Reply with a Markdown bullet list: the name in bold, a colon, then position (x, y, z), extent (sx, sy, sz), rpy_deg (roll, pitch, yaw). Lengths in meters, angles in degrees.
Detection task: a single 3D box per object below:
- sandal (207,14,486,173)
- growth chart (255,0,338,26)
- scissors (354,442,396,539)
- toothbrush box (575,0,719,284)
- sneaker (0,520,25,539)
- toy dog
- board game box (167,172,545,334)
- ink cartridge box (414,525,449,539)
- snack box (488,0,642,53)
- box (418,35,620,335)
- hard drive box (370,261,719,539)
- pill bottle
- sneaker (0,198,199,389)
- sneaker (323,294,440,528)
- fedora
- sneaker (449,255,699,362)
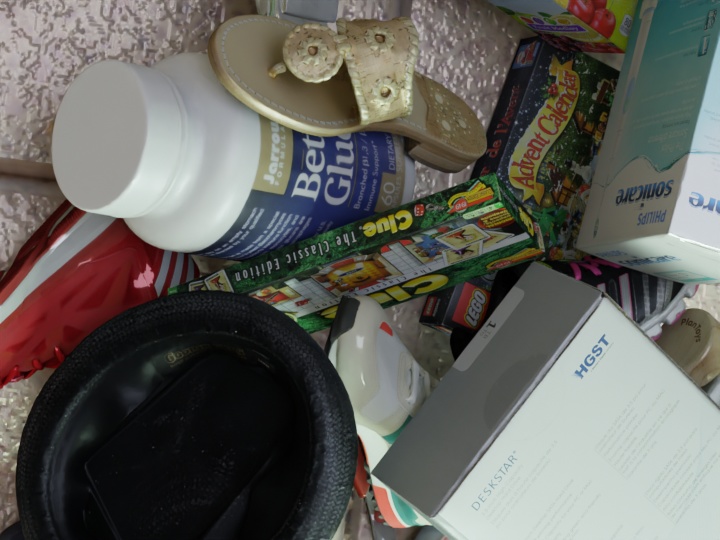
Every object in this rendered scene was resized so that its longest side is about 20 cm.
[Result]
- **sandal**: position (0.012, -0.114, 1.105), extent (0.211, 0.070, 0.078), rpy_deg (17, 46, -46)
- **growth chart**: position (-0.033, -0.211, 1.169), extent (0.018, 0.145, 0.201), rpy_deg (5, 86, 19)
- **scissors**: position (0.016, 0.139, 1.252), extent (0.073, 0.014, 0.201), rpy_deg (-30, 103, -24)
- **toothbrush box**: position (0.208, -0.099, 1.148), extent (0.085, 0.146, 0.201), rpy_deg (17, 83, -13)
- **sneaker**: position (-0.116, 0.192, 1.157), extent (0.199, 0.082, 0.071), rpy_deg (20, 82, -22)
- **toy dog**: position (0.181, 0.108, 1.257), extent (0.200, 0.096, 0.132), rpy_deg (-38, 117, -13)
- **board game box**: position (0.000, 0.000, 1.143), extent (0.199, 0.105, 0.024), rpy_deg (-19, 71, 15)
- **ink cartridge box**: position (0.090, 0.193, 1.269), extent (0.119, 0.042, 0.200), rpy_deg (43, 76, -23)
- **snack box**: position (0.107, -0.248, 1.192), extent (0.200, 0.067, 0.170), rpy_deg (29, 78, -41)
- **box**: position (0.134, -0.033, 1.289), extent (0.136, 0.038, 0.201), rpy_deg (23, 81, -22)
- **hard drive box**: position (0.132, 0.120, 1.136), extent (0.200, 0.077, 0.156), rpy_deg (43, 83, -30)
- **pill bottle**: position (-0.072, -0.061, 1.124), extent (0.199, 0.111, 0.112), rpy_deg (8, 87, -47)
- **sneaker**: position (-0.167, 0.045, 1.137), extent (0.200, 0.078, 0.116), rpy_deg (-47, 106, -15)
- **sneaker**: position (0.042, 0.084, 1.166), extent (0.200, 0.093, 0.071), rpy_deg (70, 29, -46)
- **fedora**: position (-0.090, 0.110, 1.117), extent (0.199, 0.092, 0.202), rpy_deg (-1, 84, 13)
- **sneaker**: position (0.132, 0.016, 1.227), extent (0.200, 0.074, 0.088), rpy_deg (-42, 113, -13)
